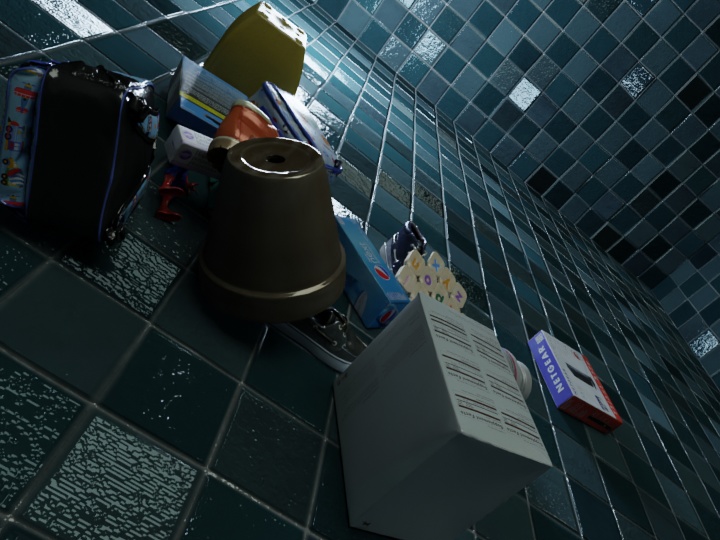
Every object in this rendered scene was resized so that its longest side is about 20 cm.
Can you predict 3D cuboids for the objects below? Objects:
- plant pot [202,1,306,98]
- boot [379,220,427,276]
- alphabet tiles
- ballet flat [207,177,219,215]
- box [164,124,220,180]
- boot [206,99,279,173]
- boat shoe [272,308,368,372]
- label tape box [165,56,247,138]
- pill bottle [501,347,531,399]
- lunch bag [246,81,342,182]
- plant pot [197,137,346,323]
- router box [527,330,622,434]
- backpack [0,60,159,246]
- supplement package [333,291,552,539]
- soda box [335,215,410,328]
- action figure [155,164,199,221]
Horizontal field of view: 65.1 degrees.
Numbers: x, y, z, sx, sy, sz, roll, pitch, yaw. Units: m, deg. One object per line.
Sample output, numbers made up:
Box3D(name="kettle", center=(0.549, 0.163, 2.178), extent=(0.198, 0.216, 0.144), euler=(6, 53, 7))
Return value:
Box3D(name="plant pot", center=(-0.211, -0.433, 1.181), extent=(0.193, 0.200, 0.197), euler=(30, 27, -22))
Box3D(name="boot", center=(0.093, -0.012, 1.095), extent=(0.072, 0.091, 0.202), euler=(25, 31, -31))
Box3D(name="alphabet tiles", center=(0.138, 0.063, 1.051), extent=(0.201, 0.014, 0.196), euler=(52, 42, -16))
Box3D(name="ballet flat", center=(-0.206, -0.130, 0.905), extent=(0.066, 0.070, 0.202), euler=(58, 17, -36))
Box3D(name="box", center=(-0.189, -0.154, 0.833), extent=(0.198, 0.039, 0.042), euler=(16, 39, -46))
Box3D(name="boot", center=(-0.124, -0.157, 0.818), extent=(0.200, 0.074, 0.109), euler=(40, 48, -42))
Box3D(name="boat shoe", center=(-0.050, 0.081, 0.794), extent=(0.198, 0.057, 0.069), euler=(34, 27, -17))
Box3D(name="label tape box", center=(-0.274, -0.284, 1.022), extent=(0.143, 0.063, 0.202), euler=(26, 32, -33))
Box3D(name="pill bottle", center=(0.197, 0.172, 0.945), extent=(0.198, 0.109, 0.110), euler=(22, 32, -37))
Box3D(name="lunch bag", center=(-0.117, -0.239, 1.022), extent=(0.202, 0.075, 0.160), euler=(56, 16, 10))
Box3D(name="plant pot", center=(-0.107, -0.064, 0.714), extent=(0.196, 0.176, 0.201), euler=(6, 34, -4))
Box3D(name="router box", center=(0.490, 0.255, 1.297), extent=(0.178, 0.049, 0.202), euler=(29, 29, -26))
Box3D(name="backpack", center=(-0.308, -0.148, 0.652), extent=(0.132, 0.185, 0.201), euler=(14, 19, -15))
Box3D(name="supplement package", center=(0.084, 0.180, 0.679), extent=(0.146, 0.192, 0.202), euler=(26, 31, -27))
Box3D(name="soda box", center=(0.000, 0.000, 0.974), extent=(0.064, 0.068, 0.201), euler=(5, 44, -50))
Box3D(name="action figure", center=(-0.265, -0.152, 0.840), extent=(0.051, 0.066, 0.202), euler=(5, 40, -14))
